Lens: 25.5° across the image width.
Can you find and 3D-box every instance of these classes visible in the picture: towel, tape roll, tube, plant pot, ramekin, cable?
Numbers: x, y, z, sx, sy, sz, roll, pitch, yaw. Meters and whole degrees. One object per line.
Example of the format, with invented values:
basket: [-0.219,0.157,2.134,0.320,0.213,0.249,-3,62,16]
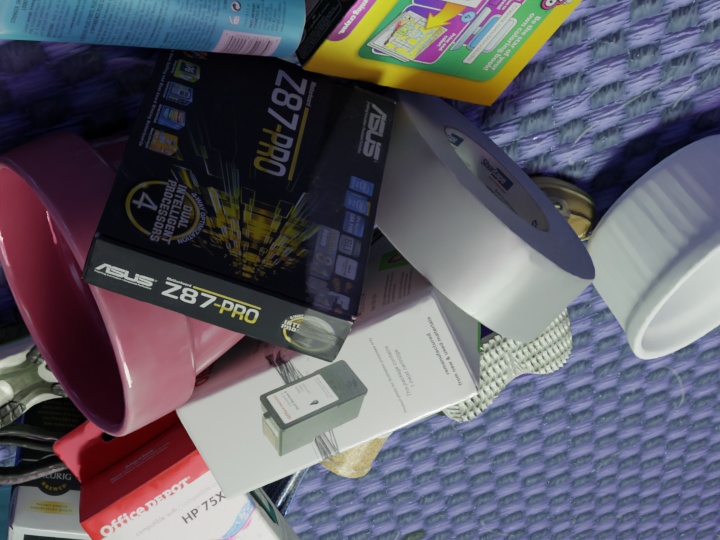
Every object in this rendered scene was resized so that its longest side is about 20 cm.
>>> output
towel: [-0.040,0.132,1.353,0.024,0.200,0.146,31,95,-8]
tape roll: [0.076,-0.044,1.140,0.066,0.201,0.200,-46,144,16]
tube: [-0.132,-0.163,0.977,0.198,0.051,0.078,1,133,-27]
plant pot: [-0.132,-0.016,1.082,0.178,0.200,0.201,-27,154,-26]
ramekin: [0.289,-0.025,1.381,0.199,0.098,0.201,-30,156,-15]
cable: [-0.200,0.129,1.239,0.198,0.050,0.098,-19,114,3]

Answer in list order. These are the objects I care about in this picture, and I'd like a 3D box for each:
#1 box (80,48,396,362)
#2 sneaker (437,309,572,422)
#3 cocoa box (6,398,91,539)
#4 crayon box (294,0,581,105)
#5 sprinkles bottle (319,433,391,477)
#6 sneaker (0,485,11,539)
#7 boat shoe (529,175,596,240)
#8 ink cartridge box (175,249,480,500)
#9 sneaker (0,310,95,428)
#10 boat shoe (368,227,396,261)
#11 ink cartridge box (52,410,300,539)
box: [-0.069,-0.052,0.986,0.160,0.201,0.049,20,136,-9]
sneaker: [0.112,0.076,1.495,0.199,0.070,0.099,-24,-162,-40]
cocoa box: [-0.188,0.179,1.323,0.198,0.132,0.134,7,152,-12]
crayon box: [0.072,-0.203,1.034,0.171,0.059,0.200,4,141,-40]
sprinkles bottle: [0.023,0.090,1.407,0.068,0.068,0.201,6,125,-39]
sneaker: [-0.353,0.264,1.470,0.198,0.080,0.131,0,142,-17]
boat shoe: [0.122,-0.035,1.325,0.198,0.063,0.073,0,142,-35]
ink cartridge box: [-0.019,0.065,1.142,0.199,0.085,0.146,-24,-165,12]
sneaker: [-0.234,0.052,1.209,0.198,0.089,0.077,-16,125,6]
boat shoe: [0.000,0.000,1.275,0.071,0.062,0.200,-12,158,-34]
ink cartridge box: [-0.133,0.189,1.204,0.116,0.067,0.201,-33,111,3]
